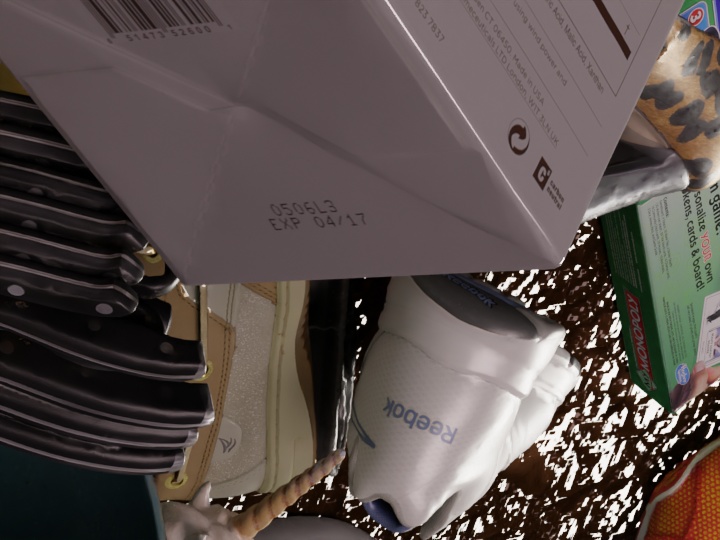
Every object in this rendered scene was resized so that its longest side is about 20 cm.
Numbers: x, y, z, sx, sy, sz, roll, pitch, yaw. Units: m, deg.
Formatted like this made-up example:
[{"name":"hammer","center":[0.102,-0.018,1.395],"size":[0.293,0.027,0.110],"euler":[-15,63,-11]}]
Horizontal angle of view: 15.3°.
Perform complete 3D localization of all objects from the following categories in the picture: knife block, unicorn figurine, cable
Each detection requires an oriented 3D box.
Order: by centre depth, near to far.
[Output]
[{"name":"knife block","center":[-0.140,0.002,0.700],"size":[0.200,0.064,0.176],"euler":[-11,140,23]},{"name":"unicorn figurine","center":[-0.060,0.116,0.859],"size":[0.074,0.200,0.137],"euler":[-39,117,-25]},{"name":"cable","center":[0.000,0.000,0.903],"size":[0.050,0.097,0.200],"euler":[0,123,1]}]

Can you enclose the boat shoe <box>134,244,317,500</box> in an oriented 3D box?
[{"name":"boat shoe","center":[-0.056,-0.001,0.861],"size":[0.066,0.074,0.200],"euler":[-16,126,-14]}]

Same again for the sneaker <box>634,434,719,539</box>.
[{"name":"sneaker","center":[0.140,0.150,1.146],"size":[0.073,0.077,0.200],"euler":[29,97,-47]}]

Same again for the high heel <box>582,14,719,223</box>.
[{"name":"high heel","center":[0.089,-0.104,0.853],"size":[0.142,0.071,0.200],"euler":[-24,135,-31]}]

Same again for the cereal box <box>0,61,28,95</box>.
[{"name":"cereal box","center":[-0.108,-0.126,0.677],"size":[0.144,0.040,0.200],"euler":[-41,139,-9]}]

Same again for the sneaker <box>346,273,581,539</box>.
[{"name":"sneaker","center":[0.025,0.047,0.925],"size":[0.087,0.074,0.200],"euler":[-64,169,-2]}]

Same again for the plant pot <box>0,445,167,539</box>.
[{"name":"plant pot","center":[-0.173,0.098,0.771],"size":[0.200,0.200,0.135],"euler":[-15,164,-33]}]

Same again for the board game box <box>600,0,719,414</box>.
[{"name":"board game box","center":[0.152,-0.052,1.040],"size":[0.135,0.029,0.200],"euler":[-34,137,-19]}]

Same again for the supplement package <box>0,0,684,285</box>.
[{"name":"supplement package","center":[0.010,-0.111,0.651],"size":[0.120,0.121,0.200],"euler":[53,49,-35]}]

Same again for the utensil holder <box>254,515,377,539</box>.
[{"name":"utensil holder","center":[0.003,0.214,0.980],"size":[0.170,0.200,0.170],"euler":[-22,132,-27]}]
